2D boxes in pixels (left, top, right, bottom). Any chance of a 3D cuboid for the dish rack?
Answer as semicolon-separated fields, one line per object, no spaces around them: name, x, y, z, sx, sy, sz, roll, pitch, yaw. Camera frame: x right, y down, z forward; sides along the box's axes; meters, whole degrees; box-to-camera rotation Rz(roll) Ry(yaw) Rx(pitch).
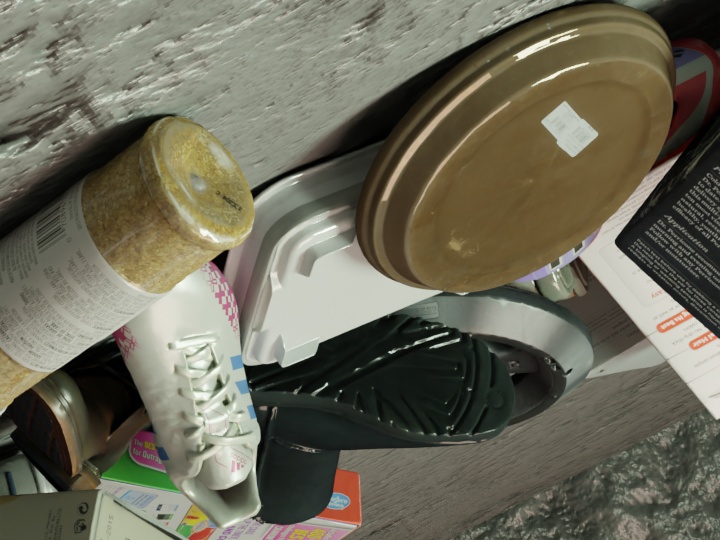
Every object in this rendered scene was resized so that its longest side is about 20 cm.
dish rack;0.017;-0.016;1.466;0.199;0.044;0.172;-21;156;-24

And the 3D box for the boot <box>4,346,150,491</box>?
boot;-0.154;0.068;1.514;0.097;0.075;0.200;-44;171;-14

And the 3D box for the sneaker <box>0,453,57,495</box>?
sneaker;-0.252;0.166;1.713;0.081;0.075;0.200;-4;152;-27

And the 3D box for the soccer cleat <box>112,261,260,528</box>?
soccer cleat;-0.085;0.065;1.431;0.069;0.087;0.201;-23;144;-8

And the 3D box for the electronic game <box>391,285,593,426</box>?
electronic game;0.048;0.056;1.660;0.198;0.042;0.200;-1;154;-1

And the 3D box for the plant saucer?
plant saucer;0.088;-0.057;1.395;0.199;0.030;0.201;-25;147;-17

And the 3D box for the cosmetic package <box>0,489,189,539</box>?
cosmetic package;-0.212;0.183;1.572;0.199;0.072;0.105;-5;154;29

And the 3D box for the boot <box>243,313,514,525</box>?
boot;-0.014;0.096;1.603;0.199;0.077;0.168;8;149;-2

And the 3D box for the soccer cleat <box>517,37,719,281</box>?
soccer cleat;0.132;-0.062;1.524;0.200;0.067;0.076;-43;167;32

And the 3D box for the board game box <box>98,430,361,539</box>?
board game box;-0.121;0.167;1.809;0.199;0.041;0.153;13;149;-26

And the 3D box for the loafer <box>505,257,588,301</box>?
loafer;0.106;-0.008;1.704;0.062;0.072;0.200;-18;180;10

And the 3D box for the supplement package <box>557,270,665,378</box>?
supplement package;0.237;-0.023;1.842;0.199;0.111;0.155;-32;167;25

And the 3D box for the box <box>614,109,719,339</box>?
box;0.273;-0.077;1.490;0.200;0.124;0.197;-50;-179;-28

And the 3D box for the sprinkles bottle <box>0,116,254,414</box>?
sprinkles bottle;-0.140;0.007;1.222;0.200;0.069;0.068;-34;167;30

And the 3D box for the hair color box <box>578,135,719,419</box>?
hair color box;0.220;-0.007;1.694;0.111;0.200;0.064;-30;-148;19
